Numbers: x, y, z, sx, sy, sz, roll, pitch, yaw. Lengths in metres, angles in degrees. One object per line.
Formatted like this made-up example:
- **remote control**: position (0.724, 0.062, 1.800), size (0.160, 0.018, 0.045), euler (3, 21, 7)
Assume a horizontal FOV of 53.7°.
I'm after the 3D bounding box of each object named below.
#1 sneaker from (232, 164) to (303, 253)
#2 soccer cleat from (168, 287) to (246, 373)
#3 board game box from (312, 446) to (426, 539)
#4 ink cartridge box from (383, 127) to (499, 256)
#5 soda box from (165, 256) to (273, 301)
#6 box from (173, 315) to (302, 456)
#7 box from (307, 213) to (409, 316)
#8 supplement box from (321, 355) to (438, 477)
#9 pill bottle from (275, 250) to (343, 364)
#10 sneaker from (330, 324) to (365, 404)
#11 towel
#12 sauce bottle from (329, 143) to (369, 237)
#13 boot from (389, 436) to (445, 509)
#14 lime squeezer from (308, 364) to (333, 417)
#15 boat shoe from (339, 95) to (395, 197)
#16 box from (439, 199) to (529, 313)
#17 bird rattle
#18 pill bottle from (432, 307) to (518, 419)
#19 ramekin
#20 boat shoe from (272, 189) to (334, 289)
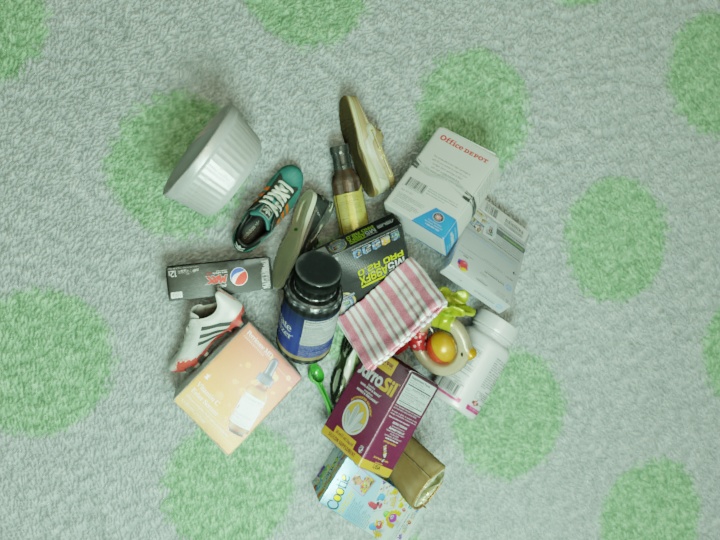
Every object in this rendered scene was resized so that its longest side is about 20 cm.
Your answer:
- **sneaker**: position (-0.172, -0.117, 1.363), size (0.071, 0.080, 0.202), euler (36, 85, -12)
- **soccer cleat**: position (-0.301, 0.113, 1.332), size (0.199, 0.069, 0.085), euler (-39, 113, 17)
- **board game box**: position (0.015, 0.451, 1.425), size (0.198, 0.103, 0.106), euler (36, 86, -12)
- **ink cartridge box**: position (0.161, -0.156, 1.391), size (0.144, 0.085, 0.201), euler (32, 76, 23)
- **soda box**: position (-0.267, 0.014, 1.354), size (0.195, 0.071, 0.065), euler (-5, 93, -12)
- **box**: position (-0.234, 0.215, 1.355), size (0.200, 0.106, 0.152), euler (-46, 101, -6)
- **box**: position (0.000, 0.000, 1.388), size (0.196, 0.044, 0.163), euler (-24, 130, -11)
- **supplement box**: position (0.037, 0.267, 1.364), size (0.103, 0.130, 0.203), euler (33, 86, -42)
- **pill bottle**: position (-0.091, 0.067, 1.294), size (0.109, 0.113, 0.203), euler (3, 134, -12)
- **sneaker**: position (0.005, 0.178, 1.432), size (0.087, 0.077, 0.205), euler (18, 96, -23)
- **towel**: position (0.057, 0.078, 1.347), size (0.199, 0.147, 0.030), euler (-41, 136, 4)
- **sauce bottle**: position (-0.023, -0.145, 1.404), size (0.063, 0.065, 0.206), euler (-11, 97, -11)
- **boot**: position (0.102, 0.332, 1.391), size (0.066, 0.199, 0.177), euler (32, 94, -43)
- **lime squeezer**: position (-0.077, 0.184, 1.407), size (0.037, 0.070, 0.206), euler (1, 92, -31)
- **boat shoe**: position (0.014, -0.251, 1.410), size (0.065, 0.074, 0.205), euler (-21, 99, -23)
- **box**: position (0.255, -0.039, 1.435), size (0.154, 0.041, 0.203), euler (32, 53, -13)
- **bird rattle**: position (0.140, 0.132, 1.393), size (0.198, 0.112, 0.165), euler (-35, 84, 28)
- **pill bottle**: position (0.234, 0.188, 1.454), size (0.112, 0.113, 0.203), euler (32, 86, -12)
- **ramekin**: position (-0.261, -0.193, 1.288), size (0.094, 0.202, 0.204), euler (37, 85, -22)
- **boat shoe**: position (-0.112, -0.052, 1.389), size (0.067, 0.071, 0.204), euler (22, 93, -37)
